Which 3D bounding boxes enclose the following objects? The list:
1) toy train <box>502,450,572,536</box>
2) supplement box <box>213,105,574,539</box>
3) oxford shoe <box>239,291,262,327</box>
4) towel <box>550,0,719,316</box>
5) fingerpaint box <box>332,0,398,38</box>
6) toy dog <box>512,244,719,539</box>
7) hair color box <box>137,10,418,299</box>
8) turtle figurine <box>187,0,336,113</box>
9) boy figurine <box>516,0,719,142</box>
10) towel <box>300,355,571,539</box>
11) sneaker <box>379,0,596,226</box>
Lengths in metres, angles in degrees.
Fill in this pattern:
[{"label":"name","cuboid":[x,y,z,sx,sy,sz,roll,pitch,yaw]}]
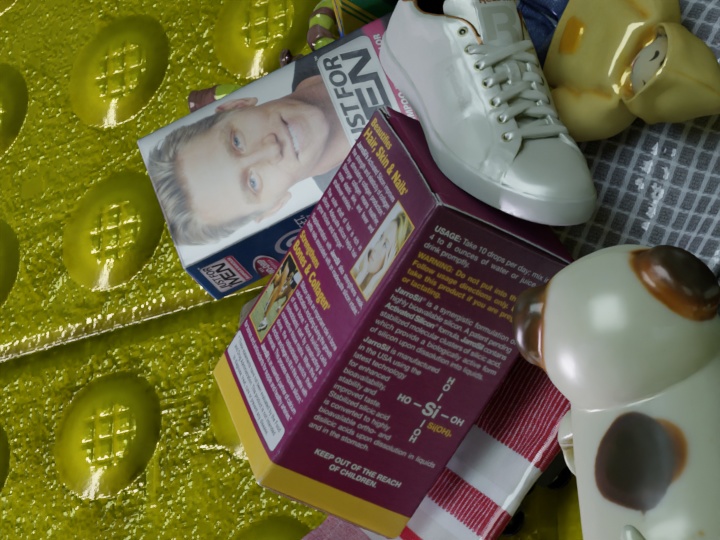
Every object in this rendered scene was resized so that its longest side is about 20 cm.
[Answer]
[{"label":"toy train","cuboid":[0.070,0.141,1.386,0.200,0.034,0.046,-45,39,9]},{"label":"supplement box","cuboid":[0.016,0.030,1.363,0.200,0.103,0.131,-57,27,17]},{"label":"oxford shoe","cuboid":[0.000,0.000,1.475,0.199,0.071,0.074,-31,48,16]},{"label":"towel","cuboid":[0.194,-0.064,1.363,0.165,0.086,0.201,22,82,39]},{"label":"fingerpaint box","cuboid":[-0.002,-0.263,1.483,0.073,0.167,0.201,-11,70,-1]},{"label":"toy dog","cuboid":[0.149,0.086,1.238,0.139,0.194,0.201,-20,82,35]},{"label":"hair color box","cuboid":[-0.029,-0.074,1.468,0.199,0.061,0.100,-27,64,8]},{"label":"turtle figurine","cuboid":[-0.042,-0.102,1.550,0.161,0.064,0.201,-20,57,25]},{"label":"boy figurine","cuboid":[0.132,-0.125,1.345,0.125,0.064,0.200,-58,39,7]},{"label":"towel","cuboid":[0.052,0.115,1.380,0.200,0.023,0.144,-54,30,-2]},{"label":"sneaker","cuboid":[0.071,-0.106,1.315,0.200,0.073,0.085,52,138,40]}]
